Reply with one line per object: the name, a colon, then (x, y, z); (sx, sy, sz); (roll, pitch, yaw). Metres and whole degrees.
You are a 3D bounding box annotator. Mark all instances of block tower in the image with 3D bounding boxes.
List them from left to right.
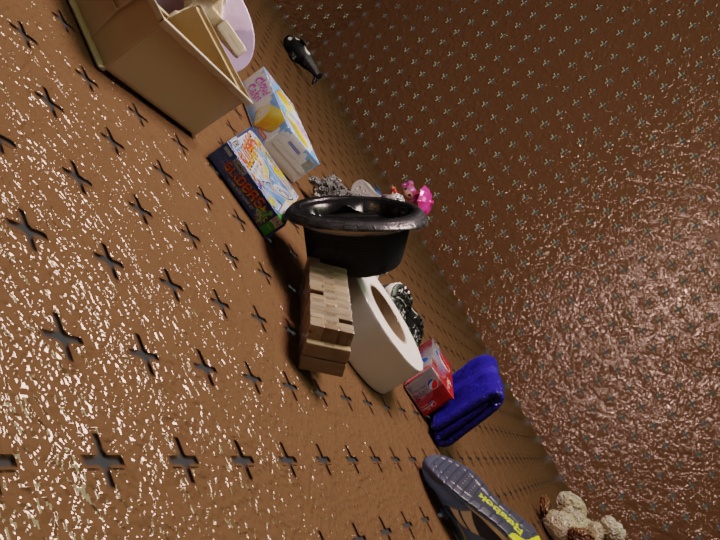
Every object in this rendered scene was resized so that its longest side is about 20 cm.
block tower: (-0.044, 0.051, 0.884); (0.057, 0.054, 0.200); (14, 23, -12)

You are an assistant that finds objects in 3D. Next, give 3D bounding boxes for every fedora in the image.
fedora: (-0.007, -0.044, 0.999); (0.201, 0.198, 0.093); (-89, -179, -72)

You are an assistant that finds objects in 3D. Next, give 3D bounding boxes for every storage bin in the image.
storage bin: (-0.251, -0.294, 0.874); (0.200, 0.093, 0.200); (62, 11, 20)

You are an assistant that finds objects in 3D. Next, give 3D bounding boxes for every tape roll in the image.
tape roll: (0.014, 0.082, 1.090); (0.203, 0.070, 0.203); (55, 11, -16)

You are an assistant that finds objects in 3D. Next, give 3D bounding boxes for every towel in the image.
towel: (0.184, 0.222, 1.274); (0.050, 0.147, 0.200); (48, 12, -5)

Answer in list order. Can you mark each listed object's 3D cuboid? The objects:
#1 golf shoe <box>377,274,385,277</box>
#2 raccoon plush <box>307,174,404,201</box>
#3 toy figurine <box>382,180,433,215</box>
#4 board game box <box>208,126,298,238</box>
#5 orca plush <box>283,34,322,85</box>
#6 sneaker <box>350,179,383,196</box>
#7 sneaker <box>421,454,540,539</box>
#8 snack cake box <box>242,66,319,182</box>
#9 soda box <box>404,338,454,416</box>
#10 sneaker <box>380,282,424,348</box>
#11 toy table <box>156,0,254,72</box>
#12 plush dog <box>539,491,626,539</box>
golf shoe: (0.000, 0.000, 1.287); (0.200, 0.072, 0.093); (15, 48, -61)
raccoon plush: (-0.009, -0.145, 1.361); (0.097, 0.199, 0.135); (2, 68, -62)
toy figurine: (0.129, -0.203, 2.197); (0.201, 0.183, 0.150); (59, 10, 15)
board game box: (-0.150, -0.135, 1.047); (0.136, 0.034, 0.200); (55, 10, -15)
orca plush: (-0.226, -0.761, 2.594); (0.105, 0.071, 0.201); (-20, -79, 54)
sneaker: (0.057, -0.157, 1.999); (0.146, 0.080, 0.201); (38, 16, -52)
sneaker: (0.153, 0.343, 0.994); (0.200, 0.083, 0.074); (43, 28, 22)
snack cake box: (-0.157, -0.277, 1.361); (0.115, 0.067, 0.201); (45, 16, -49)
soda box: (0.126, 0.192, 1.316); (0.070, 0.063, 0.200); (55, 11, -4)
sneaker: (0.060, 0.092, 1.275); (0.074, 0.079, 0.201); (-60, 143, -35)
toy table: (-0.235, -0.397, 1.082); (0.200, 0.184, 0.117); (42, -2, -16)
plush dog: (0.514, 0.635, 1.754); (0.171, 0.161, 0.199); (33, -6, -34)
